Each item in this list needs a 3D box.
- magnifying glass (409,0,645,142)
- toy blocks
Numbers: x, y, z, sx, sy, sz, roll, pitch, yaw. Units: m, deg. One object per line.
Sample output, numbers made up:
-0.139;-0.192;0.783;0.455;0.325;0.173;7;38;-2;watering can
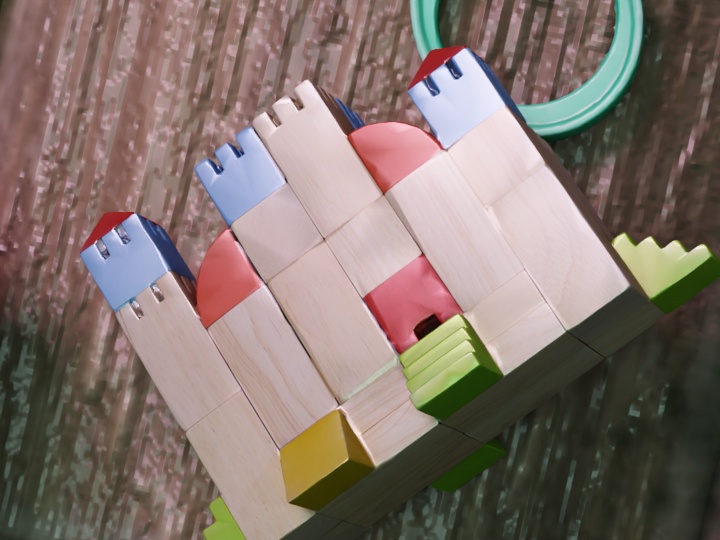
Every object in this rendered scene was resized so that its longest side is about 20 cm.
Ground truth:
0.032;-0.137;0.892;0.080;0.022;0.200;-28;81;6;magnifying glass
0.000;0.000;0.858;0.200;0.100;0.137;-36;69;10;toy blocks
